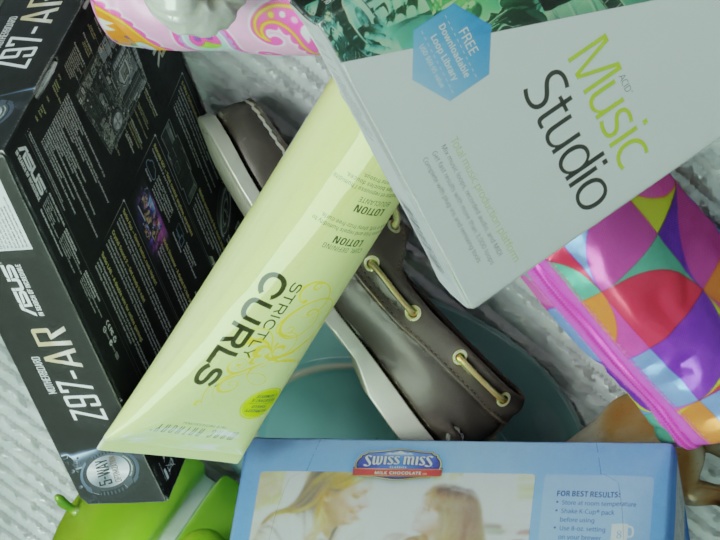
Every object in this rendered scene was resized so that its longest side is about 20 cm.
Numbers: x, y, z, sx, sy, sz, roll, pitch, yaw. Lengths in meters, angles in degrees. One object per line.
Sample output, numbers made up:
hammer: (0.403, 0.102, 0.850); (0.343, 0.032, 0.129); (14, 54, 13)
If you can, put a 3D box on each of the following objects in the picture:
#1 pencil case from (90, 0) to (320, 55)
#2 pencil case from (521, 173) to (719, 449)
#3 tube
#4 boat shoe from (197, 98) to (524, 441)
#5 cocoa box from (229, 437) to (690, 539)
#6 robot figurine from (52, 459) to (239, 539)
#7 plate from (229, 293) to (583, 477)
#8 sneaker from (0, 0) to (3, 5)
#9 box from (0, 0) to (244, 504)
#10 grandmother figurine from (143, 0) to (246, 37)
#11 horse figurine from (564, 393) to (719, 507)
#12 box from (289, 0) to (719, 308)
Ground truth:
pencil case: (-0.016, -0.131, 1.201); (0.199, 0.088, 0.088); (3, 133, 22)
pencil case: (0.105, -0.007, 1.269); (0.088, 0.089, 0.200); (-28, 118, 39)
tube: (-0.033, 0.005, 1.228); (0.058, 0.052, 0.200); (32, 115, -4)
boat shoe: (0.000, 0.000, 1.335); (0.059, 0.072, 0.201); (-35, 103, -1)
cocoa box: (0.045, 0.162, 1.314); (0.199, 0.134, 0.132); (0, 144, 12)
robot figurine: (-0.071, 0.170, 1.479); (0.199, 0.116, 0.175); (34, 169, 0)
plate: (0.014, 0.087, 1.438); (0.199, 0.026, 0.201); (12, 135, 13)
sneaker: (-0.188, -0.123, 1.279); (0.075, 0.085, 0.201); (20, 136, 4)
box: (-0.111, -0.024, 1.287); (0.043, 0.161, 0.201); (-3, 131, 22)
grandmother figurine: (-0.034, -0.180, 1.118); (0.121, 0.061, 0.201); (18, 114, -20)
horse figurine: (0.128, 0.106, 1.381); (0.199, 0.050, 0.133); (-29, 116, 31)
box: (0.088, -0.097, 1.133); (0.145, 0.200, 0.036); (60, 170, -32)
